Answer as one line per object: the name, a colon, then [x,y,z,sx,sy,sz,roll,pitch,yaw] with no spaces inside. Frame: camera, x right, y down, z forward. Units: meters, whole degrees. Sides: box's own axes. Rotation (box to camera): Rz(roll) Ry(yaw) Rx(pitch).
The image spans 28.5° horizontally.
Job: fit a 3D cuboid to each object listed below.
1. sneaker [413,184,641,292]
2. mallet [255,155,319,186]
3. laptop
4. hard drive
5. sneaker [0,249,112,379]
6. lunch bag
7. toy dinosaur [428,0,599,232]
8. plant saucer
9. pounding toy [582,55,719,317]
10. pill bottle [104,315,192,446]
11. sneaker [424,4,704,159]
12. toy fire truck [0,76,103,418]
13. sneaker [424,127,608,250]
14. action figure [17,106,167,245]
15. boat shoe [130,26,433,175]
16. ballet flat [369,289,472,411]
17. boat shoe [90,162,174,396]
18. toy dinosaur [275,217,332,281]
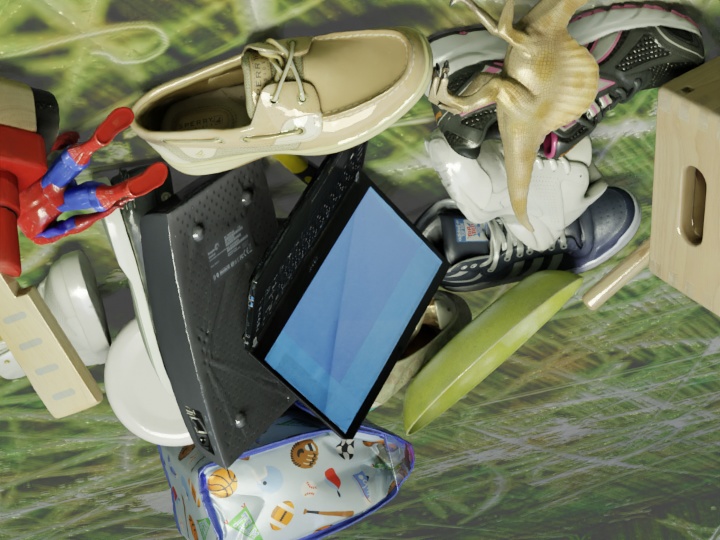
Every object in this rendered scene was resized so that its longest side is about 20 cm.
sneaker: [0.134,-0.032,1.203,0.198,0.071,0.108,-17,161,21]
mallet: [-0.057,-0.076,1.038,0.065,0.042,0.200,-18,162,8]
laptop: [0.000,0.000,1.029,0.103,0.178,0.200,28,156,6]
hard drive: [-0.100,0.027,1.039,0.042,0.202,0.135,3,-154,29]
sneaker: [-0.270,0.047,1.185,0.114,0.074,0.200,-11,161,-10]
lunch bag: [-0.068,0.177,1.295,0.198,0.125,0.170,-15,-170,-18]
toy dinosaur: [0.095,-0.109,0.875,0.100,0.058,0.202,10,116,-4]
plant saucer: [0.105,0.062,1.193,0.200,0.031,0.200,-40,170,-8]
pounding toy: [0.272,-0.057,1.009,0.183,0.142,0.201,-27,132,-26]
pill bottle: [-0.159,0.088,1.238,0.115,0.117,0.200,-9,179,-6]
sneaker: [0.139,-0.117,0.963,0.198,0.087,0.080,-10,161,-5]
toy fire truck: [-0.249,-0.002,0.886,0.175,0.202,0.128,-28,153,38]
sneaker: [0.124,-0.084,1.083,0.099,0.078,0.199,-37,154,22]
action figure: [-0.197,-0.058,0.961,0.199,0.066,0.052,-16,-157,51]
boat shoe: [-0.052,-0.112,0.899,0.198,0.073,0.065,-13,161,20]
ballet flat: [0.044,0.052,1.208,0.200,0.067,0.063,-41,146,-50]
boat shoe: [-0.147,0.010,1.067,0.060,0.076,0.201,-19,133,-10]
toy dinosaur: [-0.030,-0.016,1.131,0.199,0.089,0.047,8,142,-44]
